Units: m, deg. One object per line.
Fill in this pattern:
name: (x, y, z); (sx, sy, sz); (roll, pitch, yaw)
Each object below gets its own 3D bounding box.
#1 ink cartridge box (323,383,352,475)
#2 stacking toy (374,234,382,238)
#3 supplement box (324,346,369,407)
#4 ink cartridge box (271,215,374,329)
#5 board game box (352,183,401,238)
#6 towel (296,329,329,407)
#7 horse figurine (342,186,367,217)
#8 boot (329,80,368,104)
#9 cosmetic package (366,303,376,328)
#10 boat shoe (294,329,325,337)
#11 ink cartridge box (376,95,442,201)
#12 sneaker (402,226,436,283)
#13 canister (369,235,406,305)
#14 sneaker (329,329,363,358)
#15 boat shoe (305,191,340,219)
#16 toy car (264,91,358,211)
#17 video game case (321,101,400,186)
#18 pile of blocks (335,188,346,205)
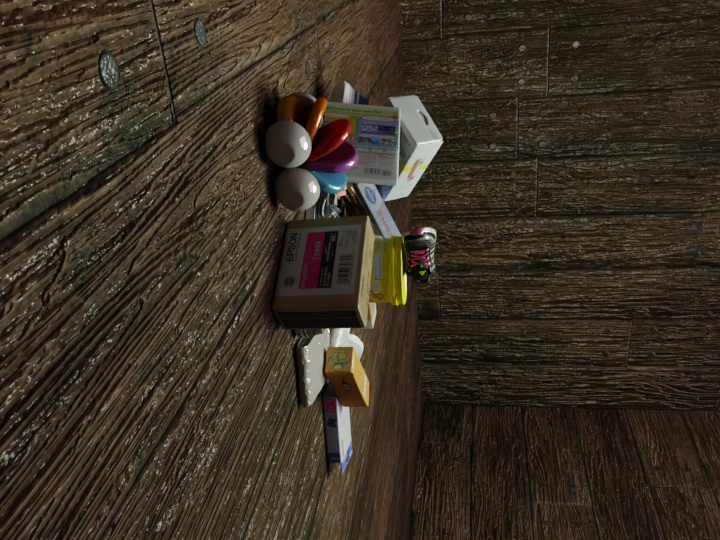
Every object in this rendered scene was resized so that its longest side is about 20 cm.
ink cartridge box: (-0.054, 0.371, 1.600); (0.119, 0.041, 0.204); (-50, 135, -73)
stacking toy: (-0.012, 0.003, 1.697); (0.146, 0.143, 0.204); (-47, 151, -75)
supplement box: (-0.027, 0.241, 1.494); (0.201, 0.065, 0.070); (71, 20, -58)
ink cartridge box: (-0.064, 0.002, 1.218); (0.076, 0.161, 0.203); (70, 21, -54)
board game box: (0.026, -0.175, 1.645); (0.202, 0.041, 0.200); (62, 0, -12)
towel: (-0.094, 0.187, 1.401); (0.200, 0.034, 0.135); (-57, 145, -72)
horse figurine: (-0.018, -0.157, 1.710); (0.134, 0.049, 0.200); (65, 6, 5)
boot: (-0.029, -0.322, 1.509); (0.090, 0.072, 0.204); (23, 72, -39)
cosmetic package: (-0.023, 0.043, 1.622); (0.072, 0.103, 0.203); (-76, 161, -53)
boat shoe: (-0.095, 0.033, 1.325); (0.072, 0.061, 0.204); (49, 40, -74)
ink cartridge box: (0.089, -0.286, 1.557); (0.147, 0.082, 0.201); (61, -35, 21)
sneaker: (0.132, -0.028, 1.451); (0.200, 0.072, 0.089); (75, 10, -69)
canister: (0.000, 0.000, 1.477); (0.087, 0.196, 0.152); (-35, 124, -77)
sneaker: (-0.049, 0.189, 1.587); (0.201, 0.074, 0.093); (60, 38, -56)
boat shoe: (-0.076, -0.120, 1.425); (0.072, 0.066, 0.204); (58, 33, -71)
toy car: (-0.079, -0.215, 1.190); (0.177, 0.147, 0.203); (-79, 164, -50)
video game case: (-0.014, -0.274, 1.426); (0.022, 0.196, 0.186); (100, -6, -69)
pile of blocks: (-0.058, -0.190, 1.549); (0.083, 0.061, 0.202); (78, 15, -46)
